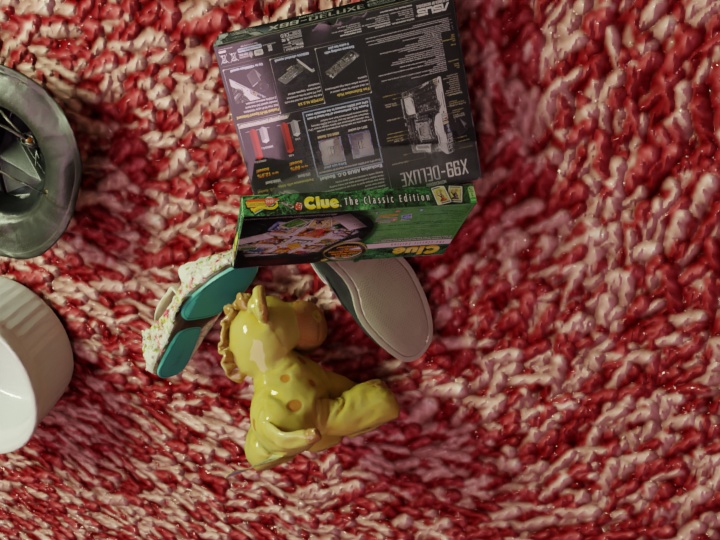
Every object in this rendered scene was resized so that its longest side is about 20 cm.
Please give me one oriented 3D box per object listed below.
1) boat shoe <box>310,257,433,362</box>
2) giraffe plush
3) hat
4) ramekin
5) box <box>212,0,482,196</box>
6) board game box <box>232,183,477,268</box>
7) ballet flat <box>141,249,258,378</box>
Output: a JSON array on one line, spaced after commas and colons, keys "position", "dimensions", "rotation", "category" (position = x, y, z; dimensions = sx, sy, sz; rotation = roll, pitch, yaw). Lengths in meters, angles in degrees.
[{"position": [0.000, 0.000, 0.899], "dimensions": [0.072, 0.068, 0.201], "rotation": [-41, 105, -9], "category": "boat shoe"}, {"position": [-0.076, 0.100, 0.936], "dimensions": [0.171, 0.198, 0.165], "rotation": [-28, 75, 35], "category": "giraffe plush"}, {"position": [-0.354, -0.119, 0.964], "dimensions": [0.197, 0.081, 0.204], "rotation": [5, 114, 12], "category": "hat"}, {"position": [-0.436, 0.104, 1.107], "dimensions": [0.197, 0.098, 0.204], "rotation": [10, 121, 17], "category": "ramekin"}, {"position": [-0.007, -0.136, 0.785], "dimensions": [0.196, 0.050, 0.160], "rotation": [-13, 114, 3], "category": "box"}, {"position": [-0.009, -0.037, 0.806], "dimensions": [0.196, 0.024, 0.105], "rotation": [-4, 155, -15], "category": "board game box"}, {"position": [-0.178, 0.032, 0.984], "dimensions": [0.200, 0.075, 0.064], "rotation": [-49, 59, 29], "category": "ballet flat"}]
